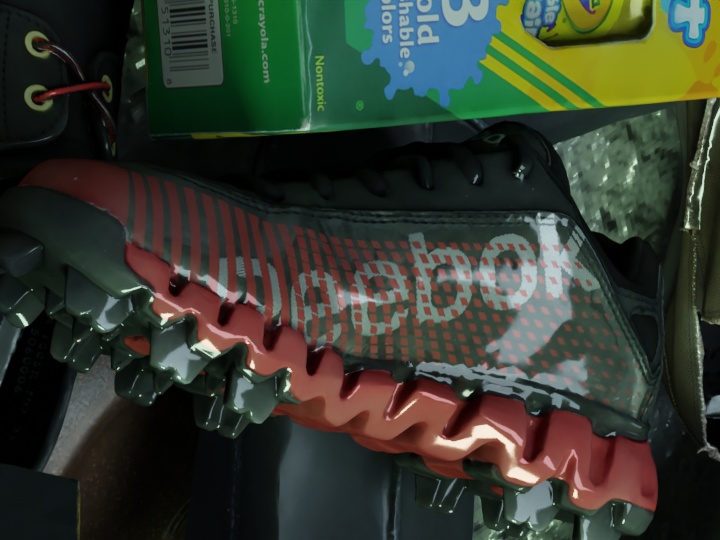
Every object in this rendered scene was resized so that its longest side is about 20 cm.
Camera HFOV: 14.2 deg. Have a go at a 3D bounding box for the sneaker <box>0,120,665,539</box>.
[{"bbox_3d":[0.000,0.000,0.716,0.200,0.071,0.098,21,82,-32],"label":"sneaker"}]

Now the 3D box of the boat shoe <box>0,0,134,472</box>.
[{"bbox_3d":[-0.086,-0.033,0.726,0.074,0.063,0.203,21,85,-49],"label":"boat shoe"}]

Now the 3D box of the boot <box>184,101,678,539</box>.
[{"bbox_3d":[0.028,0.013,0.815,0.164,0.065,0.201,8,81,-36],"label":"boot"}]

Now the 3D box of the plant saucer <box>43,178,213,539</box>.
[{"bbox_3d":[-0.052,0.073,0.840,0.200,0.037,0.202,-20,122,-36],"label":"plant saucer"}]

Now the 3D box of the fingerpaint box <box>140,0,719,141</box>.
[{"bbox_3d":[0.026,-0.138,0.730,0.166,0.073,0.201,-6,95,-38],"label":"fingerpaint box"}]

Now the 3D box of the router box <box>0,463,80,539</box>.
[{"bbox_3d":[-0.176,0.100,0.629,0.199,0.052,0.158,14,120,-14],"label":"router box"}]

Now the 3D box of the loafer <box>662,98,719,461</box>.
[{"bbox_3d":[0.136,-0.015,0.906,0.073,0.071,0.201,-4,133,-5],"label":"loafer"}]
